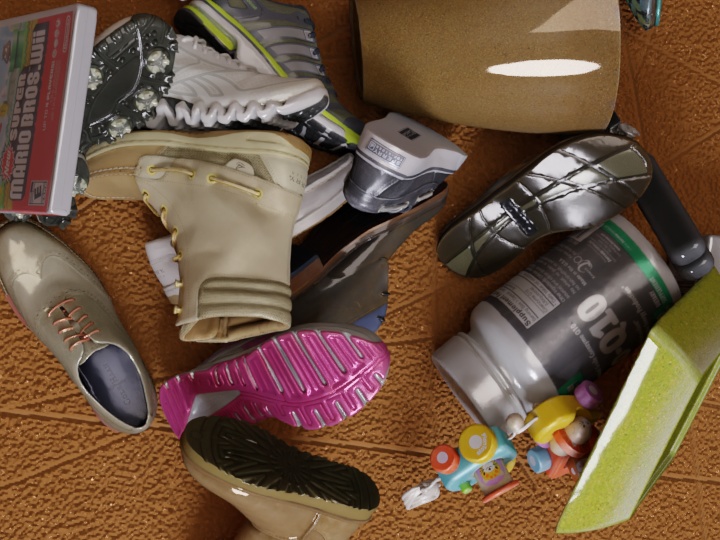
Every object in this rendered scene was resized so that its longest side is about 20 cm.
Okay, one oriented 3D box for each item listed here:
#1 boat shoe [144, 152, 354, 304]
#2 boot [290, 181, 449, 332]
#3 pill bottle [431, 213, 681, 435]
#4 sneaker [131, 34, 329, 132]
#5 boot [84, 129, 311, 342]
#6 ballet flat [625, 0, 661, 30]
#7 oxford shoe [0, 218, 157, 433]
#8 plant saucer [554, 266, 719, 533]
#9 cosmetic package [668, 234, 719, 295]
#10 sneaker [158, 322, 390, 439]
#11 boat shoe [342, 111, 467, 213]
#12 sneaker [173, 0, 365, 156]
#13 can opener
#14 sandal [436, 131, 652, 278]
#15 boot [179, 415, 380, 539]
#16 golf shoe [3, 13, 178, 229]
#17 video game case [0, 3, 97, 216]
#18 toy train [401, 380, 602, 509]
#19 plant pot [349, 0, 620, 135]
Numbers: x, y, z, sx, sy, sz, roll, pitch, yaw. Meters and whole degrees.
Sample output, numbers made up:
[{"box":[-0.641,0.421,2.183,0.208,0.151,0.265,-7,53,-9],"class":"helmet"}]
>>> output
[{"box":[-0.085,-0.051,1.063,0.199,0.071,0.070,-33,99,-13],"class":"boat shoe"},{"box":[0.000,0.000,1.103,0.199,0.075,0.098,-30,120,-19],"class":"boot"},{"box":[0.166,0.050,1.113,0.199,0.113,0.113,-37,100,-5],"class":"pill bottle"},{"box":[-0.122,-0.146,1.014,0.198,0.075,0.082,1,88,13],"class":"sneaker"},{"box":[-0.137,-0.024,0.995,0.198,0.073,0.157,0,75,17],"class":"boot"},{"box":[0.248,-0.319,1.175,0.073,0.074,0.202,8,86,-17],"class":"ballet flat"},{"box":[-0.220,0.041,1.020,0.071,0.074,0.201,-39,101,-13],"class":"oxford shoe"},{"box":[0.248,0.114,1.072,0.048,0.199,0.201,29,116,19],"class":"plant saucer"},{"box":[0.384,0.033,1.205,0.198,0.071,0.103,11,87,-16],"class":"cosmetic package"},{"box":[-0.061,0.077,1.025,0.198,0.088,0.082,-13,106,28],"class":"sneaker"},{"box":[0.033,-0.081,1.053,0.071,0.200,0.068,32,106,7],"class":"boat shoe"},{"box":[-0.055,-0.172,1.074,0.200,0.074,0.081,41,76,-15],"class":"sneaker"},{"box":[0.238,-0.069,1.122,0.066,0.201,0.053,-35,139,10],"class":"can opener"},{"box":[0.153,-0.061,1.111,0.199,0.055,0.082,-33,113,26],"class":"sandal"},{"box":[-0.099,0.223,1.012,0.174,0.066,0.201,25,116,-18],"class":"boot"},{"box":[-0.215,-0.126,0.973,0.077,0.088,0.200,20,122,-43],"class":"golf shoe"},{"box":[-0.255,-0.114,0.949,0.017,0.199,0.145,9,87,-39],"class":"video game case"},{"box":[0.139,0.163,1.081,0.198,0.151,0.056,-15,59,-26],"class":"toy train"},{"box":[0.094,-0.195,1.077,0.198,0.186,0.189,-7,92,-4],"class":"plant pot"}]
